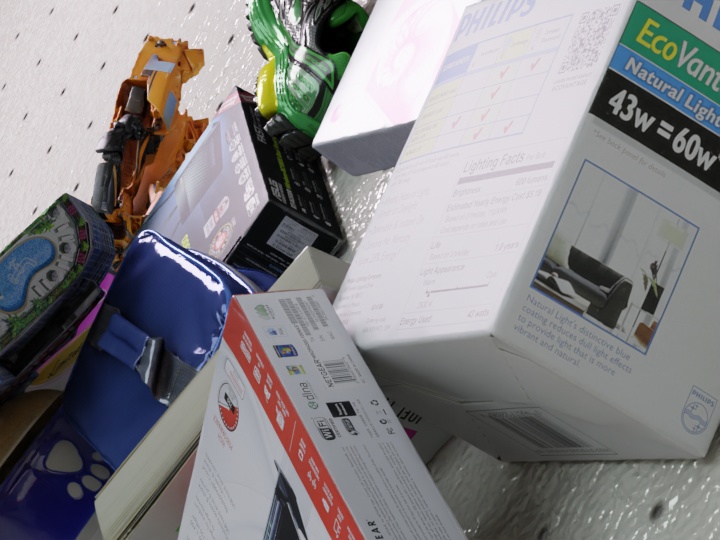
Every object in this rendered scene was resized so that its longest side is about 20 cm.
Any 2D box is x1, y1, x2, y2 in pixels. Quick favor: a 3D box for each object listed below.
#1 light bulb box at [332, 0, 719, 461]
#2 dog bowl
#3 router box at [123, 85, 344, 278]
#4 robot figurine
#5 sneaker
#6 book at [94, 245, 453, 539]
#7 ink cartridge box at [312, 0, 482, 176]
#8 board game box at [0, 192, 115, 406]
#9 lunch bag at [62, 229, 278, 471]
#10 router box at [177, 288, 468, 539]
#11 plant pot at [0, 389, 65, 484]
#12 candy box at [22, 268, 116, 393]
[{"bbox_3d":[0.101,-0.026,1.213,0.198,0.125,0.201,-8,54,65],"label":"light bulb box"},{"bbox_3d":[-0.198,0.176,1.600,0.200,0.079,0.200,-55,0,-1],"label":"dog bowl"},{"bbox_3d":[-0.089,-0.016,1.711,0.150,0.062,0.200,-55,22,17],"label":"router box"},{"bbox_3d":[-0.157,-0.072,1.880,0.145,0.058,0.200,88,-170,-46],"label":"robot figurine"},{"bbox_3d":[-0.023,-0.160,1.752,0.085,0.078,0.200,-39,35,24],"label":"sneaker"},{"bbox_3d":[-0.029,0.087,1.350,0.200,0.133,0.048,-51,36,24],"label":"book"},{"bbox_3d":[0.068,-0.156,1.456,0.200,0.043,0.197,-11,51,61],"label":"ink cartridge box"},{"bbox_3d":[-0.222,0.045,1.504,0.200,0.062,0.200,-43,0,-1],"label":"board game box"},{"bbox_3d":[-0.085,0.066,1.466,0.200,0.132,0.136,28,97,63],"label":"lunch bag"},{"bbox_3d":[-0.021,0.140,1.206,0.200,0.049,0.180,-122,36,-45],"label":"router box"},{"bbox_3d":[-0.243,0.149,1.533,0.200,0.027,0.200,-56,1,1],"label":"plant pot"},{"bbox_3d":[-0.226,0.099,1.721,0.136,0.061,0.200,-44,-21,-47],"label":"candy box"}]
